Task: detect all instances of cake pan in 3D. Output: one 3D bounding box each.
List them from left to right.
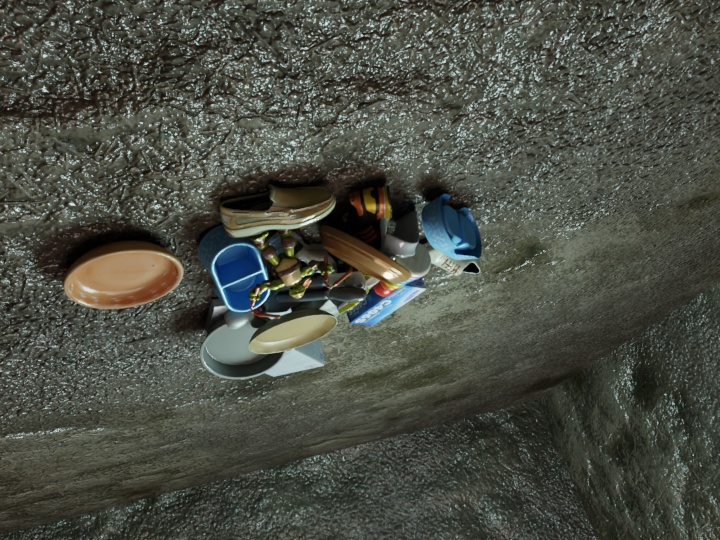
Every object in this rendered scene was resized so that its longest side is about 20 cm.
[{"bbox_3d":[-0.267,0.171,1.450,0.199,0.037,0.201,-10,133,-11],"label":"cake pan"}]

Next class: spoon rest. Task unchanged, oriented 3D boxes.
[{"bbox_3d":[0.088,-0.061,1.249,0.200,0.060,0.100,-46,155,-71],"label":"spoon rest"}]

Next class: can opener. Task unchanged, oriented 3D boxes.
[{"bbox_3d":[-0.083,0.036,1.266,0.199,0.053,0.066,-4,-170,18],"label":"can opener"}]

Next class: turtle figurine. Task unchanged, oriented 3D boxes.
[{"bbox_3d":[-0.126,-0.013,1.152,0.199,0.064,0.162,-21,115,-5],"label":"turtle figurine"}]

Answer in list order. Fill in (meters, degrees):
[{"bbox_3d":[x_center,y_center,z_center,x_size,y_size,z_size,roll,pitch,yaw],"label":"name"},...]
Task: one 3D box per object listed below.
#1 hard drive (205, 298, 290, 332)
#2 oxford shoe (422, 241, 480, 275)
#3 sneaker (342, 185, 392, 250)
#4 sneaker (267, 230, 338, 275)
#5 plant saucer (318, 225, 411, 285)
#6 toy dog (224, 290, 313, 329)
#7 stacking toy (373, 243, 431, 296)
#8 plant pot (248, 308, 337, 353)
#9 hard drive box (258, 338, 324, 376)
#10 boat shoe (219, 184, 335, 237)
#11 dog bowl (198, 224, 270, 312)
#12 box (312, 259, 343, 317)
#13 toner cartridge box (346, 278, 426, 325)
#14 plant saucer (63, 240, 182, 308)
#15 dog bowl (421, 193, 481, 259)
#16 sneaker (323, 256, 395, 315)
[{"bbox_3d":[-0.247,0.091,1.451,0.199,0.027,0.132,-7,152,-24],"label":"hard drive"},{"bbox_3d":[0.212,-0.029,1.480,0.199,0.074,0.071,1,149,-36],"label":"oxford shoe"},{"bbox_3d":[0.008,-0.095,1.226,0.089,0.070,0.200,-2,151,-6],"label":"sneaker"},{"bbox_3d":[-0.109,-0.016,1.275,0.074,0.080,0.200,-33,153,23],"label":"sneaker"},{"bbox_3d":[0.003,-0.024,1.223,0.038,0.200,0.200,-61,150,-3],"label":"plant saucer"},{"bbox_3d":[-0.201,0.062,1.354,0.199,0.133,0.096,3,-174,-32],"label":"toy dog"},{"bbox_3d":[0.083,0.010,1.457,0.085,0.086,0.200,-6,159,-26],"label":"stacking toy"},{"bbox_3d":[-0.148,0.129,1.370,0.199,0.028,0.200,-17,158,-7],"label":"plant pot"},{"bbox_3d":[-0.203,0.205,1.623,0.155,0.077,0.200,-15,157,14],"label":"hard drive box"},{"bbox_3d":[-0.140,-0.112,1.078,0.199,0.072,0.076,-17,139,-9],"label":"boat shoe"},{"bbox_3d":[-0.230,0.001,1.186,0.111,0.050,0.201,-23,138,-13],"label":"dog bowl"},{"bbox_3d":[-0.068,0.055,1.456,0.082,0.069,0.200,1,148,-38],"label":"box"},{"bbox_3d":[0.063,0.074,1.619,0.095,0.043,0.200,8,143,-47],"label":"toner cartridge box"},{"bbox_3d":[-0.420,0.005,1.125,0.199,0.038,0.200,-17,155,-8],"label":"plant saucer"},{"bbox_3d":[0.188,-0.083,1.306,0.049,0.112,0.200,-17,159,29],"label":"dog bowl"},{"bbox_3d":[0.000,0.000,1.339,0.200,0.085,0.074,-50,-170,-31],"label":"sneaker"}]
